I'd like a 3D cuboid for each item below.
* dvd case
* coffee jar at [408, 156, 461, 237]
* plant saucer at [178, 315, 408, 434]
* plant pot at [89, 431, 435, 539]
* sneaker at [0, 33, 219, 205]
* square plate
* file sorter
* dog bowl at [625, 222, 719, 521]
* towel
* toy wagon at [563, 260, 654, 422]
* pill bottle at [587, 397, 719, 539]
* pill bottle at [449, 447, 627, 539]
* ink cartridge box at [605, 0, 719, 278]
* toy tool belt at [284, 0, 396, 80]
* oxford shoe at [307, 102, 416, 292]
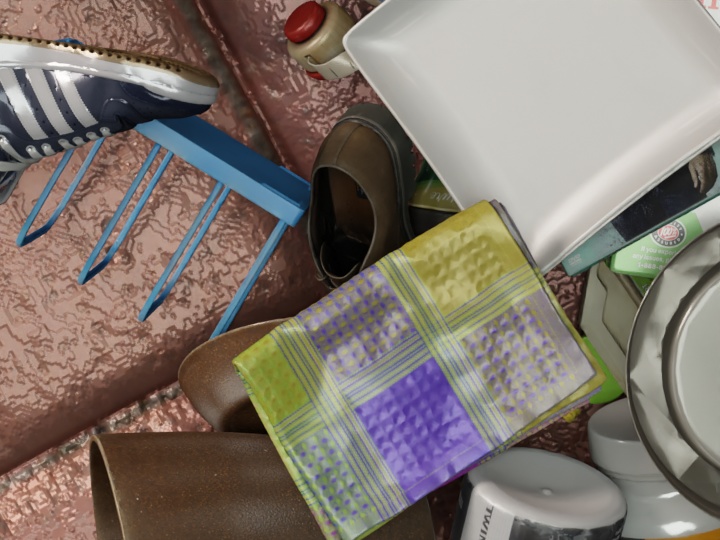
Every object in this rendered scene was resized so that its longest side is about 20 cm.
[{"bbox_3d":[0.146,-0.117,1.450,0.145,0.022,0.201,-29,81,17],"label":"dvd case"},{"bbox_3d":[0.088,-0.100,1.529,0.104,0.085,0.201,7,94,9],"label":"coffee jar"},{"bbox_3d":[-0.018,0.084,1.493,0.199,0.201,0.037,-3,65,1],"label":"plant saucer"},{"bbox_3d":[-0.058,0.180,1.473,0.199,0.187,0.188,-9,94,-12],"label":"plant pot"},{"bbox_3d":[-0.186,-0.084,1.406,0.199,0.070,0.109,8,96,10],"label":"sneaker"},{"bbox_3d":[0.119,-0.125,1.433,0.198,0.028,0.200,-38,80,16],"label":"square plate"},{"bbox_3d":[-0.147,-0.048,1.514,0.199,0.139,0.123,32,97,-1],"label":"file sorter"},{"bbox_3d":[0.255,0.058,1.419,0.199,0.059,0.202,0,96,-5],"label":"dog bowl"},{"bbox_3d":[0.037,0.061,1.408,0.199,0.023,0.144,-30,99,-8],"label":"towel"},{"bbox_3d":[0.207,0.029,1.561,0.199,0.040,0.156,-35,92,4],"label":"toy wagon"},{"bbox_3d":[0.207,0.189,1.519,0.116,0.116,0.201,-9,106,2],"label":"pill bottle"},{"bbox_3d":[0.097,0.223,1.471,0.106,0.106,0.201,12,110,0],"label":"pill bottle"},{"bbox_3d":[0.242,-0.090,1.487,0.145,0.084,0.201,7,94,4],"label":"ink cartridge box"},{"bbox_3d":[-0.007,-0.235,1.495,0.123,0.125,0.200,39,91,-30],"label":"toy tool belt"},{"bbox_3d":[0.000,0.000,1.490,0.072,0.084,0.201,4,123,30],"label":"oxford shoe"}]
